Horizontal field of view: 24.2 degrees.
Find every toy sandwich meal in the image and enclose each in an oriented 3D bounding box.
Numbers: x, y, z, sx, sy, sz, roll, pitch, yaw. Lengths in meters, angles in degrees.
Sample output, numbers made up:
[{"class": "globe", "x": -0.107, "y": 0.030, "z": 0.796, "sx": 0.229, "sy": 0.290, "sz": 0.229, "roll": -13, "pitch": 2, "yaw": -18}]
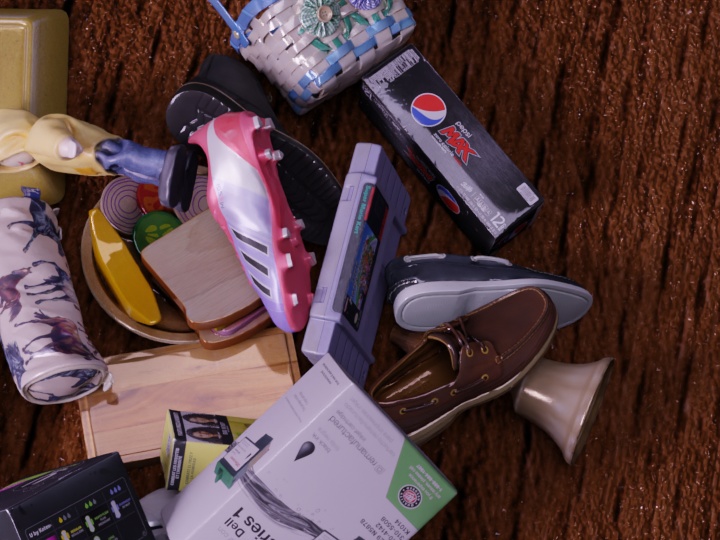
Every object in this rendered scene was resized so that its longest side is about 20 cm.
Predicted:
[{"class": "toy sandwich meal", "x": -0.156, "y": -0.020, "z": 1.517, "sx": 0.204, "sy": 0.070, "sz": 0.206, "roll": 4, "pitch": 63, "yaw": -7}]

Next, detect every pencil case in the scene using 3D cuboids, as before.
[{"class": "pencil case", "x": -0.283, "y": 0.026, "z": 1.484, "sx": 0.089, "sy": 0.078, "sz": 0.201, "roll": -14, "pitch": 62, "yaw": -19}]

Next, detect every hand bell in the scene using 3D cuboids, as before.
[{"class": "hand bell", "x": 0.120, "y": 0.091, "z": 1.531, "sx": 0.199, "sy": 0.104, "sz": 0.104, "roll": 22, "pitch": 73, "yaw": 15}]

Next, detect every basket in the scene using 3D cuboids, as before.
[{"class": "basket", "x": -0.052, "y": -0.267, "z": 1.577, "sx": 0.176, "sy": 0.139, "sz": 0.200, "roll": -36, "pitch": 84, "yaw": -20}]

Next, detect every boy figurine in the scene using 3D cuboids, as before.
[{"class": "boy figurine", "x": -0.248, "y": -0.102, "z": 1.485, "sx": 0.199, "sy": 0.124, "sz": 0.065, "roll": 10, "pitch": 89, "yaw": 9}]

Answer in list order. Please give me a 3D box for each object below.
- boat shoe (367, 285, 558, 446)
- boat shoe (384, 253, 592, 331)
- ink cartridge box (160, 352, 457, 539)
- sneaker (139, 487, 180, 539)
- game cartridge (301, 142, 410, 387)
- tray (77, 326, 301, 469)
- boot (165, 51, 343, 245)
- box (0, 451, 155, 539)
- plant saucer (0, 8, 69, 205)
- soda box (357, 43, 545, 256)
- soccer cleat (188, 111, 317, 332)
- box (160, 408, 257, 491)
[{"class": "boat shoe", "x": 0.089, "y": 0.078, "z": 1.467, "sx": 0.200, "sy": 0.068, "sz": 0.072, "roll": -36, "pitch": 52, "yaw": -9}, {"class": "boat shoe", "x": 0.118, "y": 0.015, "z": 1.541, "sx": 0.199, "sy": 0.076, "sz": 0.061, "roll": 5, "pitch": 45, "yaw": -25}, {"class": "ink cartridge box", "x": -0.045, "y": 0.194, "z": 1.389, "sx": 0.200, "sy": 0.084, "sz": 0.146, "roll": -44, "pitch": 111, "yaw": -1}, {"class": "sneaker", "x": -0.134, "y": 0.217, "z": 1.467, "sx": 0.199, "sy": 0.077, "sz": 0.081, "roll": -5, "pitch": 30, "yaw": -21}, {"class": "game cartridge", "x": 0.000, "y": 0.000, "z": 1.511, "sx": 0.038, "sy": 0.130, "sz": 0.201, "roll": 10, "pitch": 73, "yaw": 14}, {"class": "tray", "x": -0.152, "y": 0.116, "z": 1.512, "sx": 0.199, "sy": 0.037, "sz": 0.099, "roll": -10, "pitch": 75, "yaw": -7}, {"class": "boot", "x": -0.080, "y": -0.123, "z": 1.563, "sx": 0.200, "sy": 0.138, "sz": 0.077, "roll": 43, "pitch": 113, "yaw": -14}, {"class": "box", "x": -0.241, "y": 0.269, "z": 1.354, "sx": 0.124, "sy": 0.148, "sz": 0.201, "roll": -26, "pitch": 95, "yaw": -47}, {"class": "plant saucer", "x": -0.376, "y": -0.163, "z": 1.568, "sx": 0.199, "sy": 0.048, "sz": 0.201, "roll": 0, "pitch": 74, "yaw": -6}, {"class": "soda box", "x": 0.083, "y": -0.112, "z": 1.581, "sx": 0.063, "sy": 0.071, "sz": 0.200, "roll": -36, "pitch": 80, "yaw": -13}, {"class": "soccer cleat", "x": -0.093, "y": -0.040, "z": 1.461, "sx": 0.076, "sy": 0.067, "sz": 0.201, "roll": -16, "pitch": 85, "yaw": 20}, {"class": "box", "x": -0.072, "y": 0.166, "z": 1.462, "sx": 0.199, "sy": 0.075, "sz": 0.050, "roll": 9, "pitch": 104, "yaw": -12}]
